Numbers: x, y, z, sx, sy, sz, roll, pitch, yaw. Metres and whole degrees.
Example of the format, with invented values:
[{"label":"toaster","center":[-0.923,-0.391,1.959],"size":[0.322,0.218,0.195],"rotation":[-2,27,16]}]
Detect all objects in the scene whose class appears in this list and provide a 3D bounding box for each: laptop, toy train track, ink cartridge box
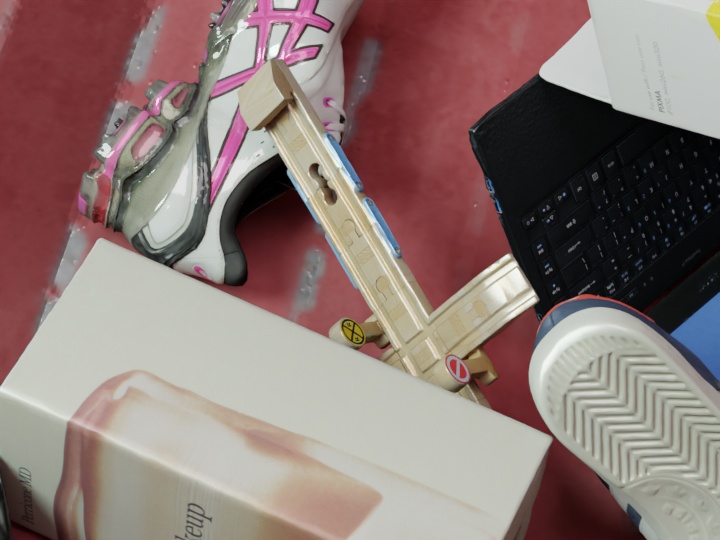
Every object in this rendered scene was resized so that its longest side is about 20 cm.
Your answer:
[{"label":"laptop","center":[0.168,-0.016,1.008],"size":[0.177,0.200,0.103],"rotation":[-37,30,-28]},{"label":"toy train track","center":[0.000,0.000,0.962],"size":[0.032,0.115,0.200],"rotation":[-8,62,-53]},{"label":"ink cartridge box","center":[0.171,-0.109,0.921],"size":[0.200,0.068,0.116],"rotation":[19,52,39]}]

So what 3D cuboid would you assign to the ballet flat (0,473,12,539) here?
[{"label":"ballet flat","center":[-0.166,0.115,0.902],"size":[0.057,0.067,0.200],"rotation":[-1,55,-27]}]

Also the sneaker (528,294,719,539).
[{"label":"sneaker","center":[0.140,0.086,0.933],"size":[0.075,0.085,0.200],"rotation":[-36,103,7]}]

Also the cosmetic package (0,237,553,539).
[{"label":"cosmetic package","center":[-0.036,0.083,0.920],"size":[0.199,0.104,0.087],"rotation":[23,55,12]}]

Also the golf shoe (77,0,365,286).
[{"label":"golf shoe","center":[-0.038,-0.077,1.054],"size":[0.092,0.073,0.200],"rotation":[33,68,7]}]
